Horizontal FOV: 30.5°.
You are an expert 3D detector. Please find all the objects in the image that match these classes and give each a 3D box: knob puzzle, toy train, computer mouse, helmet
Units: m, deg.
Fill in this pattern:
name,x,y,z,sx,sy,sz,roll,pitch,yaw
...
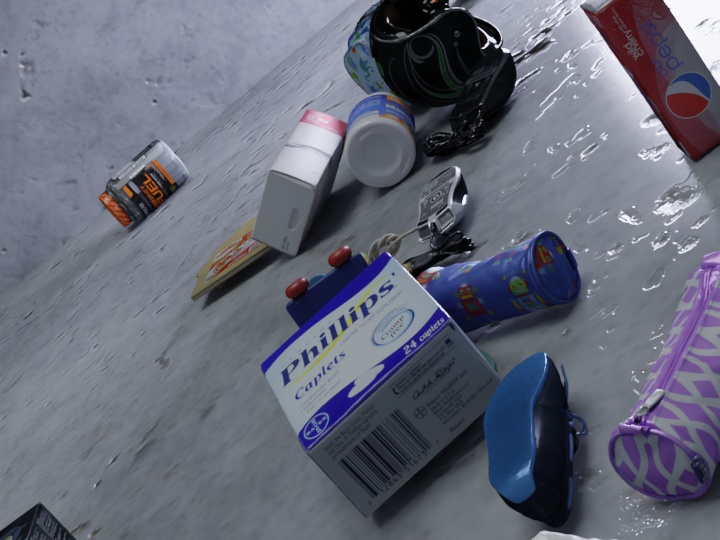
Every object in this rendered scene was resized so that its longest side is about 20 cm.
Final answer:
name,x,y,z,sx,sy,sz,roll,pitch,yaw
knob puzzle,-0.197,-0.034,2.246,0.219,0.030,0.220,-36,19,14
toy train,0.000,0.000,1.719,0.200,0.085,0.116,-36,5,11
computer mouse,0.181,-0.248,1.986,0.138,0.053,0.201,-13,43,56
helmet,0.123,-0.357,2.116,0.199,0.191,0.201,-19,45,21
computer mouse,0.109,-0.064,1.702,0.109,0.044,0.201,-34,24,32

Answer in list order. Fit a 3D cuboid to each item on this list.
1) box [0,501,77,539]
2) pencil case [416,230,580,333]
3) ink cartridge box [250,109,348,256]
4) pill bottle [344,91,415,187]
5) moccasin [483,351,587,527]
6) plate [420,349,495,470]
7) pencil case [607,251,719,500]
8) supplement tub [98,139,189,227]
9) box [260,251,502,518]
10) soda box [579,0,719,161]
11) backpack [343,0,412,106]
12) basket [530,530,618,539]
name,x,y,z,sx,sy,sz,roll,pitch,yaw
box,-0.440,0.403,1.607,0.163,0.086,0.200,-36,18,10
pencil case,0.141,0.017,1.390,0.087,0.078,0.199,-32,9,-41
ink cartridge box,-0.095,-0.143,2.118,0.200,0.082,0.147,-64,-5,-52
pill bottle,0.033,-0.217,2.093,0.112,0.112,0.200,-34,19,16
moccasin,0.144,0.145,1.103,0.080,0.068,0.200,-38,15,29
plate,0.051,0.144,1.351,0.200,0.026,0.200,-36,19,14
pencil case,0.252,0.082,1.005,0.084,0.086,0.200,-17,28,45
supplement tub,-0.514,-0.203,3.121,0.200,0.123,0.122,-44,18,-10
box,0.016,0.105,1.291,0.184,0.105,0.200,-42,26,0
soda box,0.318,-0.218,1.390,0.070,0.200,0.063,-37,19,9
backpack,0.059,-0.373,2.301,0.147,0.183,0.200,-47,8,-13
basket,0.142,0.264,0.674,0.198,0.161,0.200,-49,19,-25
